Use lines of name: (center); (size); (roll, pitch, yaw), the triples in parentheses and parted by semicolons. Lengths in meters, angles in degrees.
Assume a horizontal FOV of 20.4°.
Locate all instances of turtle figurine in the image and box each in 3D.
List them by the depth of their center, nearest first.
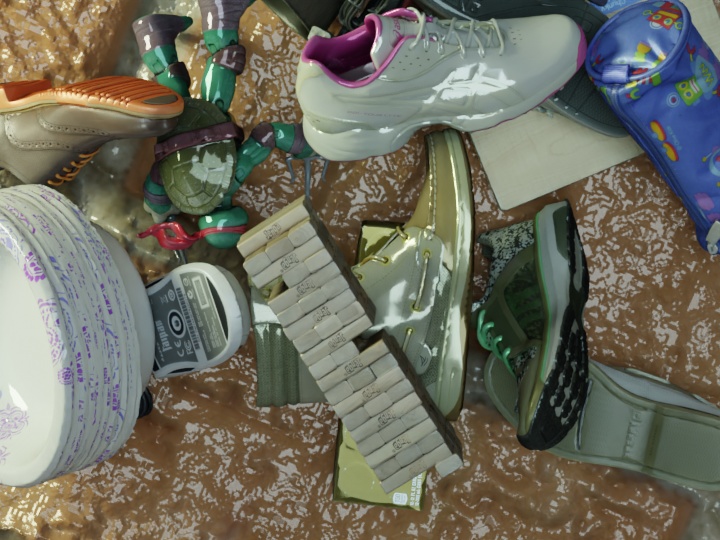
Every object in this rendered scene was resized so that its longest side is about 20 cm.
turtle figurine: (-0.099, -0.087, 1.397); (0.149, 0.101, 0.201); (-12, 85, 16)

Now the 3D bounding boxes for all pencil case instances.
pencil case: (0.230, -0.092, 1.385); (0.200, 0.078, 0.087); (52, 57, -33)

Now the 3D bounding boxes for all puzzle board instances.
puzzle board: (0.165, -0.149, 1.449); (0.199, 0.017, 0.151); (-22, 94, 0)

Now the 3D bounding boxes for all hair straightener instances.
hair straightener: (0.006, -0.164, 1.356); (0.077, 0.200, 0.041); (-29, 75, -38)

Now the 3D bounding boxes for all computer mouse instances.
computer mouse: (-0.128, 0.040, 1.391); (0.044, 0.200, 0.110); (-17, 90, -39)

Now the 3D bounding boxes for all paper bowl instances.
paper bowl: (-0.218, 0.040, 1.380); (0.104, 0.200, 0.201); (-16, 97, -38)

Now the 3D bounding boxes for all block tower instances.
block tower: (-0.007, 0.053, 1.315); (0.058, 0.054, 0.200); (-32, 99, 8)

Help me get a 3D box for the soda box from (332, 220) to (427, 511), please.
soda box: (0.022, 0.066, 1.439); (0.067, 0.064, 0.201); (6, 94, -1)

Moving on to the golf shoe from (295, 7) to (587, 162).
golf shoe: (0.051, -0.137, 1.327); (0.199, 0.075, 0.092); (-18, 136, 1)

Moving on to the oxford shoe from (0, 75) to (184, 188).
oxford shoe: (-0.197, -0.095, 1.386); (0.199, 0.071, 0.073); (3, 103, 40)

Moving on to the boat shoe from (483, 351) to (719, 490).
boat shoe: (0.185, 0.106, 1.445); (0.199, 0.068, 0.075); (23, 100, 17)

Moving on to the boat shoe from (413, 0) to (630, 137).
boat shoe: (0.117, -0.164, 1.413); (0.202, 0.065, 0.075); (32, 81, -8)

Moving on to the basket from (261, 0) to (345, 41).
basket: (-0.023, -0.288, 1.375); (0.200, 0.136, 0.180); (-46, 113, -2)

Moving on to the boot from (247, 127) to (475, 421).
boot: (0.000, 0.000, 1.368); (0.154, 0.072, 0.201); (3, 95, 2)

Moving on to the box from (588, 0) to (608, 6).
box: (0.127, -0.304, 1.316); (0.123, 0.198, 0.200); (36, 104, 30)

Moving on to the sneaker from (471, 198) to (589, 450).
sneaker: (0.111, 0.043, 1.408); (0.088, 0.201, 0.077); (-8, 139, 19)
